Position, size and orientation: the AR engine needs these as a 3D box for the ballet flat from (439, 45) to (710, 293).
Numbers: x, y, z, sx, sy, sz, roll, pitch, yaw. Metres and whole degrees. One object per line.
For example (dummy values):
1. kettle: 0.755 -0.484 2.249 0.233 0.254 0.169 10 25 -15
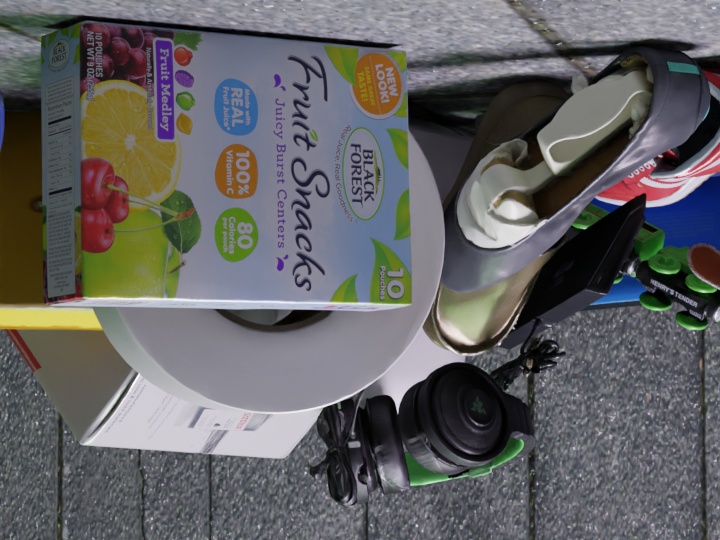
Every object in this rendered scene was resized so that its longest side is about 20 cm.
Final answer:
1. ballet flat: 0.105 -0.060 1.238 0.200 0.073 0.073 -37 162 22

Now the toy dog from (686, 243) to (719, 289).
1. toy dog: 0.274 -0.035 1.423 0.131 0.201 0.096 -28 149 20

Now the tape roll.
1. tape roll: -0.061 -0.016 1.304 0.201 0.204 0.139 0 176 -12

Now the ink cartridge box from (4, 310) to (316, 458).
1. ink cartridge box: -0.130 0.048 1.492 0.199 0.085 0.146 12 -148 -52

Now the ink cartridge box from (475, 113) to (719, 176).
1. ink cartridge box: 0.180 -0.087 1.555 0.119 0.042 0.200 -2 178 32

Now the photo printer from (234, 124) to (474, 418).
1. photo printer: 0.000 0.000 1.447 0.165 0.202 0.069 10 178 -32

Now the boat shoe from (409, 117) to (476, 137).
1. boat shoe: 0.068 -0.068 1.576 0.199 0.074 0.065 26 -159 -40

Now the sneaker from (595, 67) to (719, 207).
1. sneaker: 0.180 -0.081 1.337 0.112 0.072 0.199 -3 172 -40

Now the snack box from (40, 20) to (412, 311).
1. snack box: -0.068 -0.052 1.164 0.199 0.143 0.053 2 175 -33

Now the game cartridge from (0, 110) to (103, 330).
1. game cartridge: -0.252 -0.033 1.412 0.198 0.177 0.033 0 137 -4

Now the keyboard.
1. keyboard: 0.124 0.024 1.396 0.021 0.128 0.200 33 164 -4

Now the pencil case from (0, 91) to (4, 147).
1. pencil case: -0.296 -0.079 1.211 0.198 0.079 0.087 0 148 -5

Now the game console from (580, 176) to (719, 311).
1. game console: 0.236 -0.035 1.672 0.199 0.172 0.118 -6 153 27

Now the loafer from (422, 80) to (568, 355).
1. loafer: 0.086 -0.021 1.375 0.075 0.201 0.068 3 -145 -17

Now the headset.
1. headset: 0.033 0.116 1.377 0.123 0.095 0.200 -21 156 26

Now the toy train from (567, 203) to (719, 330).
1. toy train: 0.172 -0.019 1.501 0.199 0.042 0.056 30 -146 31
